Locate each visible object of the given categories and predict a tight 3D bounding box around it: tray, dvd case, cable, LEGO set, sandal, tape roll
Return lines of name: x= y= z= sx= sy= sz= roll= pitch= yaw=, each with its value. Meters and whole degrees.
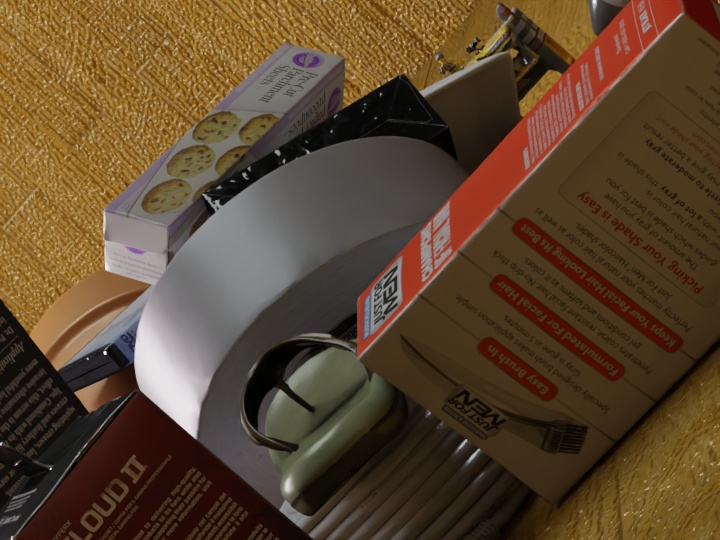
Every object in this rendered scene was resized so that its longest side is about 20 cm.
tray: x=0.041 y=-0.037 z=1.629 sx=0.107 sy=0.022 sz=0.200 roll=-29 pitch=-35 yaw=-12
dvd case: x=-0.078 y=-0.010 z=1.626 sx=0.200 sy=0.018 sz=0.143 roll=-44 pitch=6 yaw=-18
cable: x=0.032 y=0.081 z=1.390 sx=0.200 sy=0.069 sz=0.200 roll=-52 pitch=6 yaw=-24
LEGO set: x=0.072 y=-0.070 z=1.822 sx=0.200 sy=0.116 sz=0.154 roll=-47 pitch=6 yaw=26
sandal: x=-0.019 y=0.055 z=1.308 sx=0.080 sy=0.057 sz=0.201 roll=-50 pitch=5 yaw=0
tape roll: x=-0.010 y=0.030 z=1.498 sx=0.200 sy=0.066 sz=0.200 roll=-25 pitch=-37 yaw=-20

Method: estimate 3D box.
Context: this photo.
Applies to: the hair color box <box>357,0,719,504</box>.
hair color box: x=0.102 y=-0.013 z=1.227 sx=0.200 sy=0.111 sz=0.064 roll=-47 pitch=17 yaw=19

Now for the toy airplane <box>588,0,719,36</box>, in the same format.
toy airplane: x=0.149 y=-0.108 z=1.358 sx=0.200 sy=0.141 sz=0.199 roll=-20 pitch=45 yaw=54

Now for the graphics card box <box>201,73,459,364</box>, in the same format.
graphics card box: x=0.000 y=0.000 z=1.573 sx=0.125 sy=0.051 sz=0.200 roll=-31 pitch=-34 yaw=-9

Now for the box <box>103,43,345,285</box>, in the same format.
box: x=-0.069 y=-0.057 z=1.567 sx=0.200 sy=0.041 sz=0.039 roll=-46 pitch=-33 yaw=-49

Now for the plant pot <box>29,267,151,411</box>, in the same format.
plant pot: x=-0.100 y=0.108 z=1.723 sx=0.200 sy=0.200 sz=0.140 roll=-48 pitch=23 yaw=16

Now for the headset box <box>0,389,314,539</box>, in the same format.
headset box: x=-0.060 y=0.127 z=1.138 sx=0.075 sy=0.200 sz=0.149 roll=-51 pitch=7 yaw=-14

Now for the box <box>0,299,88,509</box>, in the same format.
box: x=-0.220 y=0.090 z=1.409 sx=0.148 sy=0.200 sz=0.107 roll=-30 pitch=11 yaw=35
